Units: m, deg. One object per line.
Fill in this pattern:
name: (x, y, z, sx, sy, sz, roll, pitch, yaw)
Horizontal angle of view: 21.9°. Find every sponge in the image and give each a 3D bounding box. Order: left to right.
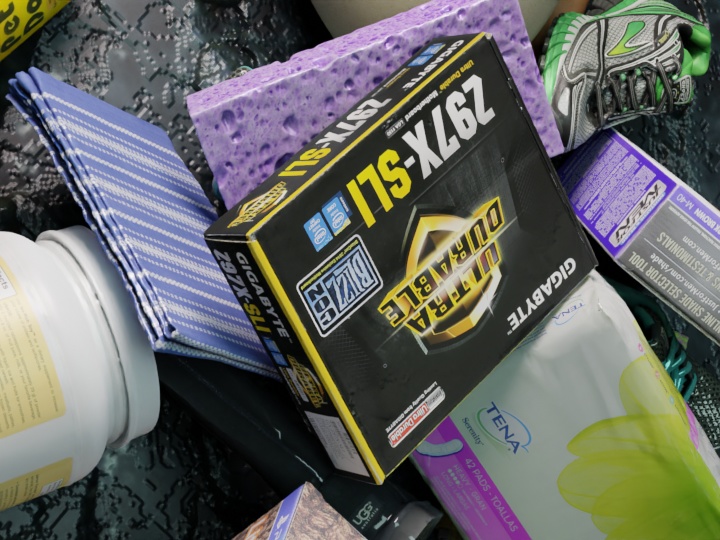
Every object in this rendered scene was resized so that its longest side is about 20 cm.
sponge: (0.011, -0.084, 1.074, 0.199, 0.030, 0.112, -21, 121, -2)

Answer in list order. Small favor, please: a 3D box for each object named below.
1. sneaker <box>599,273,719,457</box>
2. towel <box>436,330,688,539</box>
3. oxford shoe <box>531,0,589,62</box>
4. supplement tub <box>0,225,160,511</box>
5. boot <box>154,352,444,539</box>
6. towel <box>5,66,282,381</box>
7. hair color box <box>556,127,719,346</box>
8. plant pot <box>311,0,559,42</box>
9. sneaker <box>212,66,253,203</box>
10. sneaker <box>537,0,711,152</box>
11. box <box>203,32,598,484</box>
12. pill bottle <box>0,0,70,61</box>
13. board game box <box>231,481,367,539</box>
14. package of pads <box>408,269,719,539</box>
sneaker: (0.171, 0.058, 1.169, 0.200, 0.091, 0.078, 34, 70, -16)
towel: (0.133, 0.111, 1.213, 0.143, 0.023, 0.201, 24, 71, -19)
oxford shoe: (0.123, -0.180, 1.245, 0.071, 0.071, 0.200, 50, 63, -39)
supplement tub: (-0.222, 0.063, 0.988, 0.199, 0.145, 0.146, -20, 90, -26)
boot: (-0.047, 0.103, 1.094, 0.200, 0.165, 0.066, 37, 78, 9)
towel: (-0.112, -0.021, 1.037, 0.145, 0.024, 0.200, 22, 31, -58)
hair color box: (0.193, -0.023, 1.164, 0.109, 0.200, 0.065, 37, 100, -15)
plant pot: (0.044, -0.188, 1.135, 0.199, 0.200, 0.135, 2, 90, -24)
sneaker: (-0.003, -0.093, 1.159, 0.199, 0.078, 0.092, -3, 72, -31)
sneaker: (0.168, -0.130, 1.193, 0.085, 0.078, 0.200, 23, 39, 22)
box: (0.028, -0.010, 1.008, 0.200, 0.049, 0.160, -41, 115, -30)
pill bottle: (-0.237, -0.159, 1.040, 0.109, 0.109, 0.200, 48, 66, -10)
board game box: (-0.049, 0.242, 1.001, 0.159, 0.200, 0.097, 43, 28, -12)
package of pads: (0.127, 0.115, 1.109, 0.154, 0.068, 0.200, -30, 111, 11)
